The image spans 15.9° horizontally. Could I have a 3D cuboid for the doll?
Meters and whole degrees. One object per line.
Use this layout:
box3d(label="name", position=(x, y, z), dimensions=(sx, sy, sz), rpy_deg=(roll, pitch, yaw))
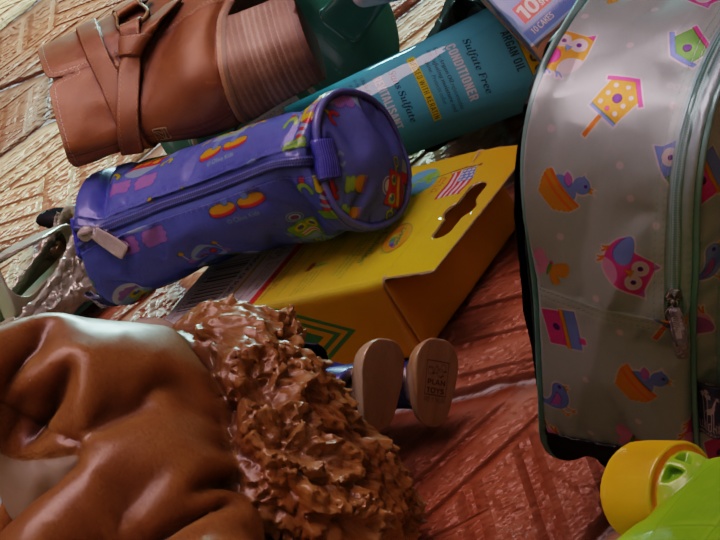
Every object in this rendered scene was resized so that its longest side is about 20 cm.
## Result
box3d(label="doll", position=(-0.047, 0.051, 1.283), dimensions=(0.200, 0.048, 0.136), rpy_deg=(3, 0, 41))

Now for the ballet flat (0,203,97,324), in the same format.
box3d(label="ballet flat", position=(-0.222, 0.028, 1.613), dimensions=(0.072, 0.072, 0.200), rpy_deg=(-7, 32, 46))

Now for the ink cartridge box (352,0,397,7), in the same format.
box3d(label="ink cartridge box", position=(0.065, -0.257, 1.463), dimensions=(0.145, 0.084, 0.200), rpy_deg=(-16, -32, -45))

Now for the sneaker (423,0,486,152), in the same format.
box3d(label="sneaker", position=(0.063, -0.133, 1.578), dimensions=(0.091, 0.076, 0.200), rpy_deg=(-51, 0, 24))

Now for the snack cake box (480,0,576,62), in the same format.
box3d(label="snack cake box", position=(0.142, -0.213, 1.405), dimensions=(0.200, 0.067, 0.115), rpy_deg=(-42, 64, 4))

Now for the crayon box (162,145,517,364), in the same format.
box3d(label="crayon box", position=(0.000, 0.000, 1.398), dimensions=(0.200, 0.051, 0.127), rpy_deg=(-12, 28, 41))

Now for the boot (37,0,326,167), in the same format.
box3d(label="boot", position=(-0.111, -0.149, 1.477), dimensions=(0.155, 0.074, 0.200), rpy_deg=(-21, 41, 7))

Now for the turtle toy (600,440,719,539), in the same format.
box3d(label="turtle toy", position=(0.148, 0.112, 0.889), dimensions=(0.146, 0.101, 0.200), rpy_deg=(-3, 34, 50))

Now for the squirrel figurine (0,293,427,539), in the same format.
box3d(label="squirrel figurine", position=(-0.064, 0.104, 1.107), dimensions=(0.200, 0.142, 0.187), rpy_deg=(-24, 42, -23))

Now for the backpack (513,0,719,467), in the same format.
box3d(label="backpack", position=(0.146, -0.027, 1.062), dimensions=(0.153, 0.200, 0.176), rpy_deg=(7, 38, 33))

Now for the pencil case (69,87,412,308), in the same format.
box3d(label="pencil case", position=(-0.071, -0.038, 1.396), dimensions=(0.200, 0.078, 0.087), rpy_deg=(-16, -3, 35))

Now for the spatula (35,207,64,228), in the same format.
box3d(label="spatula", position=(-0.165, -0.037, 1.735), dimensions=(0.057, 0.021, 0.200), rpy_deg=(-30, 15, -33))

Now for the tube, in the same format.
box3d(label="tube", position=(0.057, -0.107, 1.453), dimensions=(0.200, 0.077, 0.050), rpy_deg=(-24, -5, -1))

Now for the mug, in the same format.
box3d(label="mug", position=(-0.053, -0.128, 1.573), dimensions=(0.152, 0.185, 0.114), rpy_deg=(9, 32, 1))
